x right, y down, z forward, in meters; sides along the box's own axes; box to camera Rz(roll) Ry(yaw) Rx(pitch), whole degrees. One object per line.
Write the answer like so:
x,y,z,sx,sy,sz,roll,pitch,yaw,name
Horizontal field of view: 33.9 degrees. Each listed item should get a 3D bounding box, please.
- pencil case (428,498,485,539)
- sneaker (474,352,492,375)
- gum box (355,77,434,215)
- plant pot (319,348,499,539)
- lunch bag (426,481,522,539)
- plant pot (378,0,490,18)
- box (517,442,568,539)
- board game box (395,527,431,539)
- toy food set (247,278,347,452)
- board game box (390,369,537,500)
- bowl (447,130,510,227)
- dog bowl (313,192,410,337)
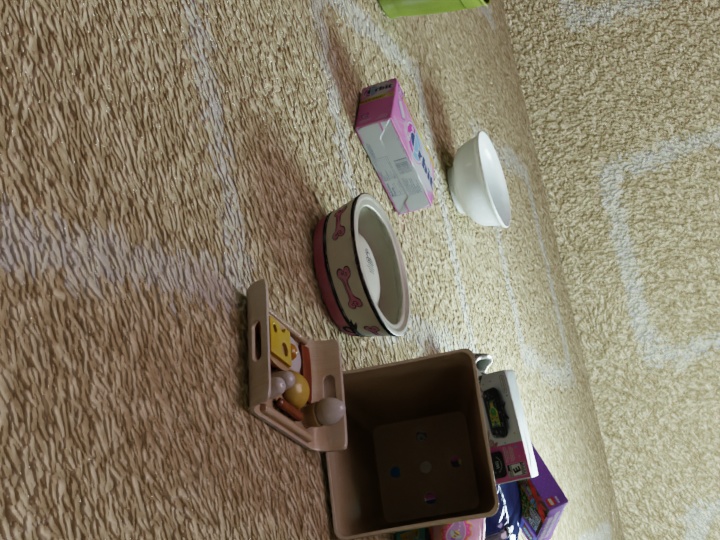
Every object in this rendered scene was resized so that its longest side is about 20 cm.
0.131,0.400,1.535,0.088,0.086,0.202,54,26,-46,pencil case
0.175,0.214,1.960,0.201,0.080,0.077,-81,152,-44,sneaker
0.063,-0.201,1.968,0.114,0.065,0.201,-81,150,-48,gum box
0.071,0.233,1.490,0.177,0.197,0.202,56,24,-68,plant pot
0.163,0.352,1.728,0.200,0.134,0.134,-48,120,-69,lunch bag
0.124,-0.566,2.229,0.200,0.191,0.203,-16,90,-71,plant pot
0.240,0.309,1.822,0.201,0.039,0.138,59,-21,30,box
0.101,0.466,1.599,0.152,0.046,0.201,-83,152,-49,board game box
-0.069,0.112,1.356,0.200,0.060,0.145,47,34,-56,toy food set
0.127,0.230,1.616,0.064,0.198,0.150,11,64,-71,board game box
0.235,-0.175,2.413,0.201,0.089,0.204,-15,90,-71,bowl
0.000,0.000,1.624,0.200,0.073,0.203,-16,90,-71,dog bowl
